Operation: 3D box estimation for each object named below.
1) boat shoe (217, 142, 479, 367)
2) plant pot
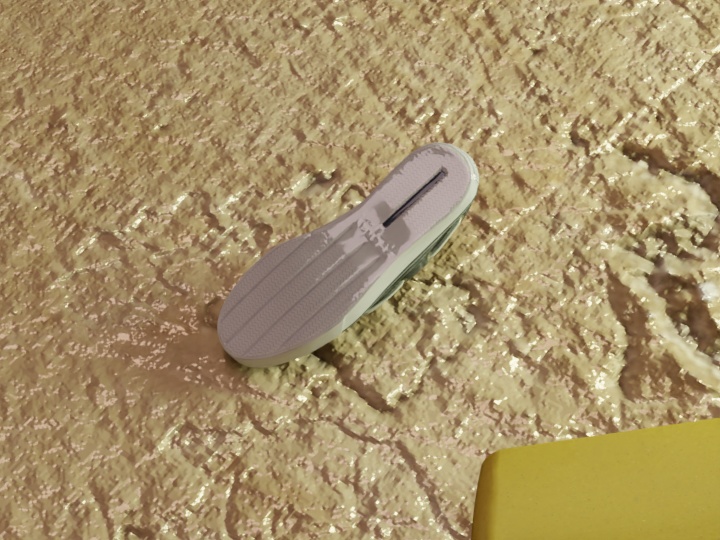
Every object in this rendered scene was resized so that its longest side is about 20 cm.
[{"bbox_3d":[0.000,0.000,0.945,0.199,0.071,0.072,-36,67,0],"label":"boat shoe"},{"bbox_3d":[0.141,0.186,0.706,0.198,0.201,0.177,-8,39,-3],"label":"plant pot"}]
